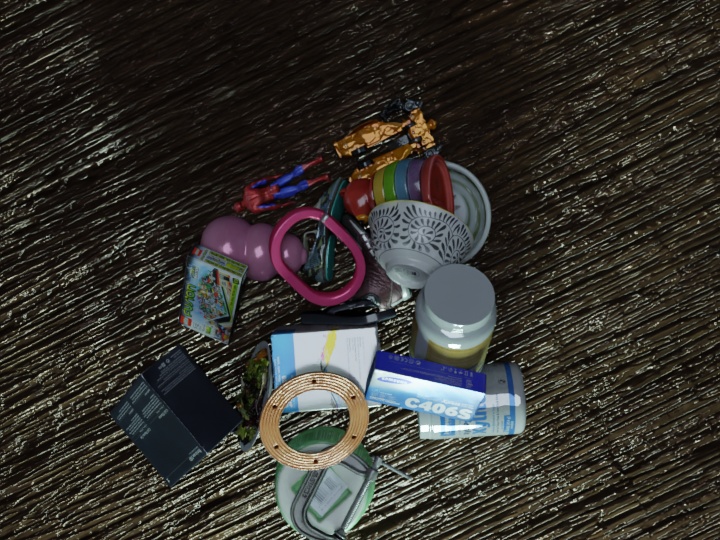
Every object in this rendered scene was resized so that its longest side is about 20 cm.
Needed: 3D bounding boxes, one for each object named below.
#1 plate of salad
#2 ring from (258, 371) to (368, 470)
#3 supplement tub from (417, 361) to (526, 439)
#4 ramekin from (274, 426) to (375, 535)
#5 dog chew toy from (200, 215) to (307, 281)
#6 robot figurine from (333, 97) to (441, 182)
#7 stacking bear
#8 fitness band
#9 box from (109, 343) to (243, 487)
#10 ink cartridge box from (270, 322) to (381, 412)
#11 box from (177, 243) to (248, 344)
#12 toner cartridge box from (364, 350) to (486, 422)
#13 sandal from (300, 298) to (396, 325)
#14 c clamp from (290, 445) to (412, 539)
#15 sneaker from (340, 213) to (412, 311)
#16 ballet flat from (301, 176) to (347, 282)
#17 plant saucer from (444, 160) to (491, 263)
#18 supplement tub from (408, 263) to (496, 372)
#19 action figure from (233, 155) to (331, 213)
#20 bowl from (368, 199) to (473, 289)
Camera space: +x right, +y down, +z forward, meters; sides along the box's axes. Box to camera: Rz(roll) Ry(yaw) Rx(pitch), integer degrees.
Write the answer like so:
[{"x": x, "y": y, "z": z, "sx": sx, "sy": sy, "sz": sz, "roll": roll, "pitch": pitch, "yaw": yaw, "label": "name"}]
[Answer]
[{"x": -0.204, "y": 0.228, "z": 1.699, "sx": 0.047, "sy": 0.200, "sz": 0.205, "roll": 12, "pitch": 90, "yaw": -20, "label": "plate of salad"}, {"x": -0.082, "y": 0.263, "z": 1.631, "sx": 0.196, "sy": 0.019, "sz": 0.205, "roll": -6, "pitch": 116, "yaw": -11, "label": "ring"}, {"x": 0.202, "y": 0.242, "z": 1.721, "sx": 0.195, "sy": 0.132, "sz": 0.135, "roll": -5, "pitch": 90, "yaw": 1, "label": "supplement tub"}, {"x": -0.070, "y": 0.403, "z": 1.742, "sx": 0.195, "sy": 0.098, "sz": 0.205, "roll": 0, "pitch": 89, "yaw": 1, "label": "ramekin"}, {"x": -0.198, "y": -0.035, "z": 1.735, "sx": 0.195, "sy": 0.125, "sz": 0.128, "roll": 5, "pitch": 90, "yaw": 1, "label": "dog chew toy"}, {"x": 0.056, "y": -0.239, "z": 1.763, "sx": 0.197, "sy": 0.058, "sz": 0.148, "roll": -24, "pitch": 89, "yaw": 2, "label": "robot figurine"}, {"x": 0.059, "y": -0.139, "z": 1.685, "sx": 0.196, "sy": 0.121, "sz": 0.116, "roll": -8, "pitch": 71, "yaw": 27, "label": "stacking bear"}, {"x": -0.077, "y": -0.023, "z": 1.689, "sx": 0.144, "sy": 0.037, "sz": 0.200, "roll": -44, "pitch": 115, "yaw": 4, "label": "fitness band"}, {"x": -0.340, "y": 0.268, "z": 1.696, "sx": 0.183, "sy": 0.200, "sz": 0.104, "roll": 50, "pitch": 48, "yaw": 2, "label": "box"}, {"x": -0.058, "y": 0.175, "z": 1.719, "sx": 0.195, "sy": 0.147, "sz": 0.148, "roll": -4, "pitch": 91, "yaw": 1, "label": "ink cartridge box"}, {"x": -0.275, "y": 0.047, "z": 1.715, "sx": 0.108, "sy": 0.202, "sz": 0.035, "roll": 22, "pitch": 47, "yaw": 2, "label": "box"}, {"x": 0.111, "y": 0.202, "z": 1.602, "sx": 0.195, "sy": 0.096, "sz": 0.044, "roll": 12, "pitch": 47, "yaw": -3, "label": "toner cartridge box"}, {"x": -0.028, "y": 0.076, "z": 1.722, "sx": 0.196, "sy": 0.076, "sz": 0.044, "roll": -2, "pitch": 94, "yaw": 28, "label": "sandal"}, {"x": -0.028, "y": 0.412, "z": 1.678, "sx": 0.169, "sy": 0.027, "sz": 0.202, "roll": 34, "pitch": 90, "yaw": 1, "label": "c clamp"}, {"x": 0.000, "y": 0.000, "z": 1.756, "sx": 0.115, "sy": 0.076, "sz": 0.201, "roll": -38, "pitch": 89, "yaw": 4, "label": "sneaker"}, {"x": -0.074, "y": -0.081, "z": 1.764, "sx": 0.072, "sy": 0.074, "sz": 0.205, "roll": 11, "pitch": 87, "yaw": 1, "label": "ballet flat"}, {"x": 0.152, "y": -0.108, "z": 1.748, "sx": 0.195, "sy": 0.050, "sz": 0.205, "roll": 4, "pitch": 104, "yaw": 15, "label": "plant saucer"}, {"x": 0.161, "y": 0.098, "z": 1.618, "sx": 0.141, "sy": 0.202, "sz": 0.147, "roll": 1, "pitch": 55, "yaw": -2, "label": "supplement tub"}, {"x": -0.154, "y": -0.155, "z": 1.773, "sx": 0.196, "sy": 0.052, "sz": 0.067, "roll": -21, "pitch": 84, "yaw": 6, "label": "action figure"}, {"x": 0.097, "y": -0.030, "z": 1.645, "sx": 0.196, "sy": 0.202, "sz": 0.096, "roll": 15, "pitch": 63, "yaw": 2, "label": "bowl"}]
